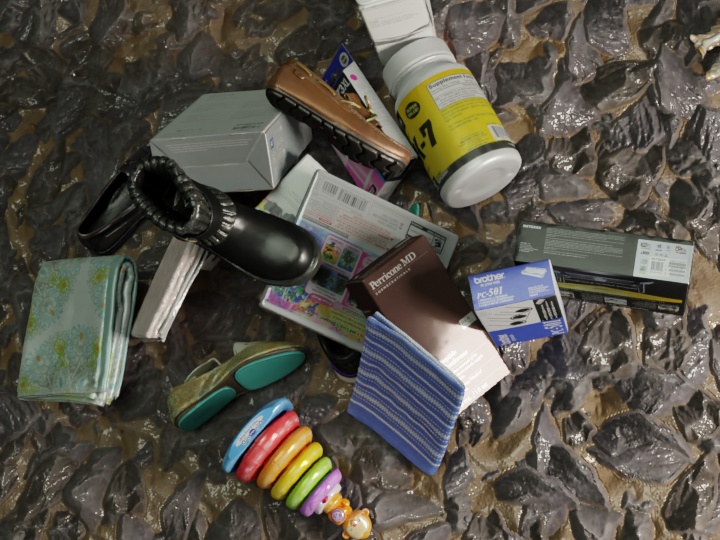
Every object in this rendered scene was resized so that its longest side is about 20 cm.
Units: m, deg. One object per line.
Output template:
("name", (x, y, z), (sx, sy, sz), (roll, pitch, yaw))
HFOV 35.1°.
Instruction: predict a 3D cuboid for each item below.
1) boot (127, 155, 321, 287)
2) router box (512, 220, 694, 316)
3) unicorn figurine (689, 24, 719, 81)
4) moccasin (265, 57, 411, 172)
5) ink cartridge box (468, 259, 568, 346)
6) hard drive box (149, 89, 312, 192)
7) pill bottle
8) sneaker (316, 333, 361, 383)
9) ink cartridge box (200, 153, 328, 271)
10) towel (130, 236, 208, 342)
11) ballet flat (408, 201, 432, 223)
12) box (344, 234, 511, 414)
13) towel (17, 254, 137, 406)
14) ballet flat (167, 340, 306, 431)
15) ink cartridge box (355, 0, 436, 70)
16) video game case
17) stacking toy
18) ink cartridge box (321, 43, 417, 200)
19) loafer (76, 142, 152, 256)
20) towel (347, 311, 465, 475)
("boot", (-0.155, -0.052, 1.298), (0.209, 0.158, 0.080), (20, 82, 14))
("router box", (0.288, -0.001, 1.342), (0.198, 0.157, 0.053), (8, 77, 16))
("unicorn figurine", (0.505, -0.255, 1.398), (0.136, 0.074, 0.201), (-26, 64, -5))
("moccasin", (-0.020, -0.194, 1.419), (0.200, 0.074, 0.078), (32, 72, 9))
("ink cartridge box", (0.188, 0.041, 1.332), (0.093, 0.200, 0.045), (-12, 73, 10))
("hard drive box", (-0.162, -0.171, 1.481), (0.154, 0.200, 0.078), (-2, 115, 15))
("pill bottle", (0.113, -0.192, 1.462), (0.114, 0.114, 0.201), (-29, 69, 5))
("sneaker", (-0.034, 0.037, 1.442), (0.069, 0.100, 0.202), (-22, 71, 5))
("ink cartridge box", (-0.112, -0.052, 1.474), (0.068, 0.115, 0.200), (44, 89, 1))
("towel", (-0.237, 0.000, 1.473), (0.032, 0.191, 0.201), (27, 81, -16))
("ballet flat", (0.070, 0.014, 1.452), (0.065, 0.070, 0.202), (18, 82, -10))
("box", (0.081, 0.068, 1.356), (0.100, 0.075, 0.201), (-36, 97, -17))
("towel", (-0.382, 0.080, 1.525), (0.170, 0.048, 0.202), (-2, 73, 32))
("ballet flat", (-0.165, 0.132, 1.473), (0.199, 0.071, 0.071), (-32, 70, 4))
("ink cartridge box", (0.043, -0.364, 1.481), (0.084, 0.200, 0.147), (-13, 72, 10))
("video game case", (0.000, 0.000, 1.391), (0.199, 0.024, 0.183), (25, 80, -11))
("stacking toy", (-0.066, 0.260, 1.401), (0.200, 0.110, 0.116), (41, 85, 10))
("ink cartridge box", (-0.004, -0.194, 1.508), (0.201, 0.037, 0.095), (60, 139, 22))
("loafer", (-0.318, -0.109, 1.576), (0.072, 0.063, 0.201), (36, 86, 20))
("towel", (0.050, 0.152, 1.352), (0.144, 0.201, 0.024), (38, 55, 20))
